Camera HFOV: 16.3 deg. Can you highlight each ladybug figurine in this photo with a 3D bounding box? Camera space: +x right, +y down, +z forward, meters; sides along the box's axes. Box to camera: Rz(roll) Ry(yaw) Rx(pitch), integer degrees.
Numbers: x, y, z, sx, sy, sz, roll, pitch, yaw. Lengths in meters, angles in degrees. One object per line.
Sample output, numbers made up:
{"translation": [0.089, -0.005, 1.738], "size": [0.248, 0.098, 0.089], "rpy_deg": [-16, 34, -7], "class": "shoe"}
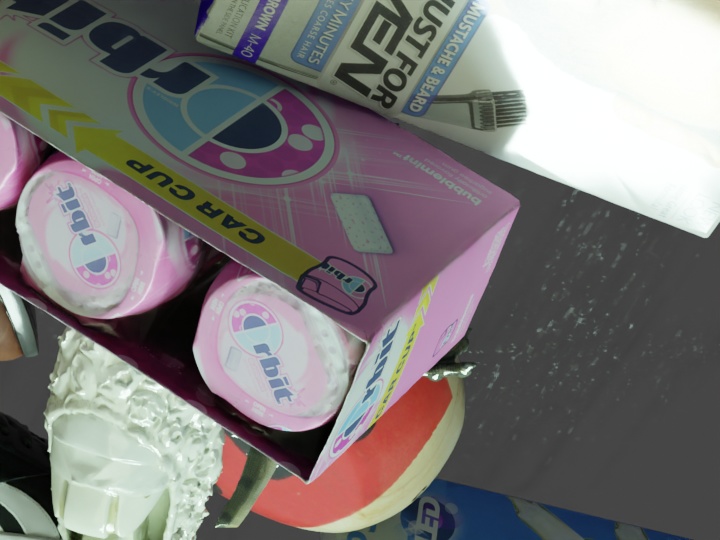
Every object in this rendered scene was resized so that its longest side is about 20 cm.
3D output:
{"translation": [-0.040, 0.040, 1.011], "size": [0.135, 0.072, 0.200], "rpy_deg": [-26, 127, 32], "class": "ladybug figurine"}

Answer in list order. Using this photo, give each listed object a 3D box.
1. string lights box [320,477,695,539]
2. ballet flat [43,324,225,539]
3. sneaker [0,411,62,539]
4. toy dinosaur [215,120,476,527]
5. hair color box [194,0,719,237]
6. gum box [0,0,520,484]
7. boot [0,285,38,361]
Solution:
{"translation": [0.077, 0.159, 1.095], "size": [0.199, 0.103, 0.059], "rpy_deg": [14, 138, -6], "class": "string lights box"}
{"translation": [-0.091, 0.090, 0.976], "size": [0.071, 0.072, 0.200], "rpy_deg": [7, 142, 2], "class": "ballet flat"}
{"translation": [-0.164, 0.061, 1.056], "size": [0.199, 0.073, 0.113], "rpy_deg": [6, 101, -36], "class": "sneaker"}
{"translation": [0.000, 0.000, 0.942], "size": [0.088, 0.047, 0.201], "rpy_deg": [6, 98, -17], "class": "toy dinosaur"}
{"translation": [0.056, -0.097, 0.856], "size": [0.199, 0.065, 0.109], "rpy_deg": [19, 135, -13], "class": "hair color box"}
{"translation": [-0.061, -0.028, 0.857], "size": [0.199, 0.113, 0.066], "rpy_deg": [32, 126, 14], "class": "gum box"}
{"translation": [-0.240, -0.001, 0.953], "size": [0.199, 0.069, 0.189], "rpy_deg": [-29, 128, 6], "class": "boot"}
